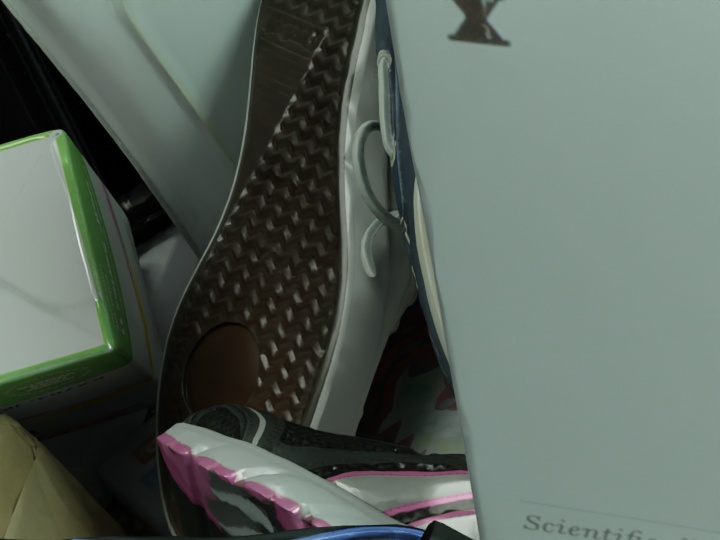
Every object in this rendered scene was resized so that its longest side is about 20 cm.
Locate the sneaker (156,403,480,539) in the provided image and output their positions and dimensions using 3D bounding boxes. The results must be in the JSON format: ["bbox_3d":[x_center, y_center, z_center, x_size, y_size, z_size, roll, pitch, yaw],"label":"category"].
[{"bbox_3d":[0.041,0.078,0.646,0.199,0.081,0.086,23,46,31],"label":"sneaker"}]

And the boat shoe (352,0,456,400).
[{"bbox_3d":[0.035,-0.041,0.717,0.062,0.074,0.201,127,140,-57],"label":"boat shoe"}]

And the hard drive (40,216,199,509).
[{"bbox_3d":[-0.117,0.019,0.941,0.131,0.027,0.201,-16,36,31],"label":"hard drive"}]

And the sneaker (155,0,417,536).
[{"bbox_3d":[0.000,0.000,0.774,0.073,0.085,0.201,-1,67,40],"label":"sneaker"}]

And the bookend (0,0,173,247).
[{"bbox_3d":[-0.062,-0.144,0.900,0.199,0.199,0.092,-33,38,-13],"label":"bookend"}]

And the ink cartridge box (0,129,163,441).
[{"bbox_3d":[-0.124,0.020,0.794,0.116,0.068,0.200,-16,-8,0],"label":"ink cartridge box"}]

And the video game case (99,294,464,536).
[{"bbox_3d":[0.027,0.037,0.770,0.182,0.023,0.200,-43,31,-10],"label":"video game case"}]

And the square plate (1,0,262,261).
[{"bbox_3d":[-0.001,-0.101,0.825,0.200,0.198,0.028,-39,46,-4],"label":"square plate"}]

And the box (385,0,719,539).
[{"bbox_3d":[0.122,-0.032,0.535,0.198,0.201,0.131,8,47,18],"label":"box"}]

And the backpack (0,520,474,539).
[{"bbox_3d":[-0.055,0.161,0.545,0.134,0.182,0.201,144,123,-63],"label":"backpack"}]

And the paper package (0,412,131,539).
[{"bbox_3d":[-0.165,0.155,0.728,0.199,0.104,0.191,-21,32,26],"label":"paper package"}]
